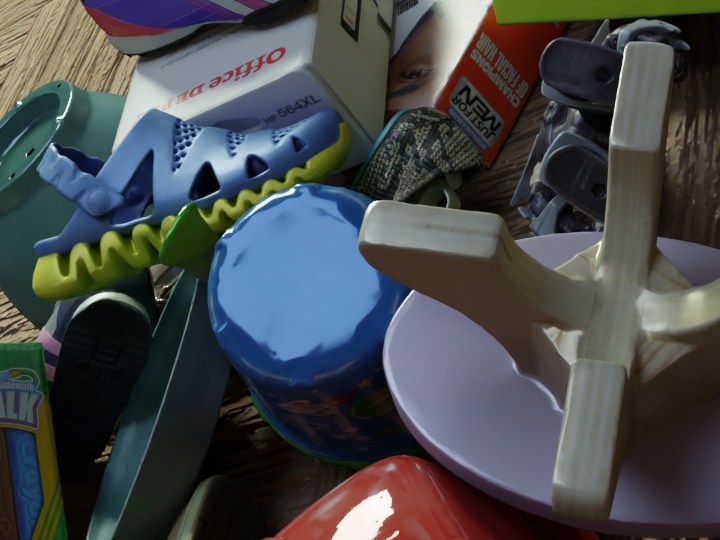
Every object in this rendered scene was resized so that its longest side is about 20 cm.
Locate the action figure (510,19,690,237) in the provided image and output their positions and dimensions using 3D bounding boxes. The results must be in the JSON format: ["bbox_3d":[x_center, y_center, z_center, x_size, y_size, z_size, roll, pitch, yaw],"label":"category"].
[{"bbox_3d":[0.118,-0.067,0.689,0.200,0.069,0.130,-38,-36,-79],"label":"action figure"}]

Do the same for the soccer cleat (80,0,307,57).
[{"bbox_3d":[-0.089,-0.183,0.810,0.200,0.073,0.068,-10,47,34],"label":"soccer cleat"}]

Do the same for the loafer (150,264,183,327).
[{"bbox_3d":[-0.123,0.028,0.915,0.200,0.072,0.063,-31,53,34],"label":"loafer"}]

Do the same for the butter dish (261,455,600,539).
[{"bbox_3d":[0.002,0.157,0.546,0.199,0.148,0.200,-42,32,6],"label":"butter dish"}]

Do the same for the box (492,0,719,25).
[{"bbox_3d":[0.177,-0.176,0.760,0.122,0.048,0.200,-29,22,-30],"label":"box"}]

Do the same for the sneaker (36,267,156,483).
[{"bbox_3d":[-0.182,0.063,0.895,0.200,0.070,0.082,-50,28,35],"label":"sneaker"}]

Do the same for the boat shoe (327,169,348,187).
[{"bbox_3d":[-0.031,-0.122,0.970,0.069,0.072,0.200,-41,24,10],"label":"boat shoe"}]

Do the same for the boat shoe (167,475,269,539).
[{"bbox_3d":[-0.092,0.196,0.684,0.063,0.073,0.201,-19,49,29],"label":"boat shoe"}]

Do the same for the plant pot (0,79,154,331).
[{"bbox_3d":[-0.212,-0.057,1.036,0.200,0.134,0.200,-30,35,24],"label":"plant pot"}]

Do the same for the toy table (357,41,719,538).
[{"bbox_3d":[0.101,0.020,0.526,0.200,0.117,0.184,-3,61,9],"label":"toy table"}]

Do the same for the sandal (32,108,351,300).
[{"bbox_3d":[-0.103,-0.053,0.771,0.200,0.087,0.079,-20,-2,6],"label":"sandal"}]

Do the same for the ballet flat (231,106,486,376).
[{"bbox_3d":[0.000,0.000,0.792,0.075,0.068,0.200,42,101,26],"label":"ballet flat"}]

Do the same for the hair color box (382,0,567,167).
[{"bbox_3d":[0.071,-0.161,0.892,0.111,0.064,0.200,3,58,49],"label":"hair color box"}]

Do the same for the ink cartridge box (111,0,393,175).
[{"bbox_3d":[-0.061,-0.139,0.874,0.146,0.084,0.200,-20,43,26],"label":"ink cartridge box"}]

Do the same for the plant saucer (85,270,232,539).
[{"bbox_3d":[-0.112,0.089,0.793,0.200,0.036,0.200,-160,90,-78],"label":"plant saucer"}]

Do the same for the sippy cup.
[{"bbox_3d":[-0.010,0.022,0.675,0.178,0.130,0.140,-10,72,12],"label":"sippy cup"}]

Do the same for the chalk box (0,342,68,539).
[{"bbox_3d":[-0.263,0.111,0.826,0.125,0.124,0.200,-25,69,48],"label":"chalk box"}]
